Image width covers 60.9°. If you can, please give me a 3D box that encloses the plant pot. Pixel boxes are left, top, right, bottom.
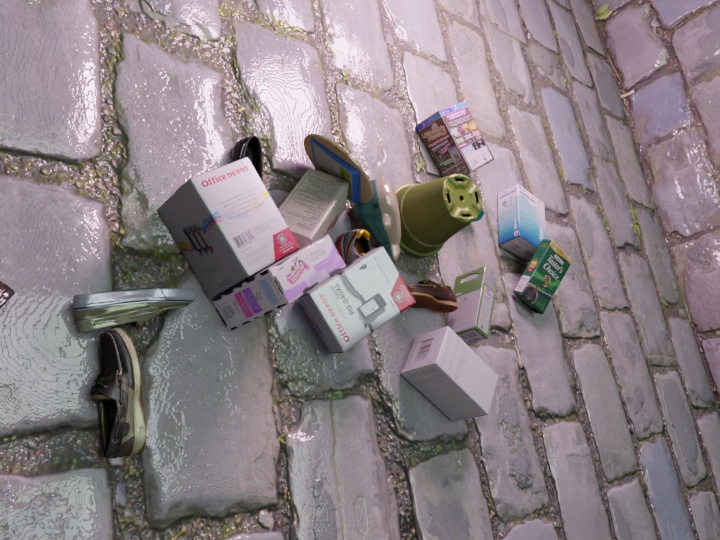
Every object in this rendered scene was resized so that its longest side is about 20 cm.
[{"bbox_3d":[0.198,-0.153,1.537,0.200,0.190,0.201,8,74,-29],"label":"plant pot"}]

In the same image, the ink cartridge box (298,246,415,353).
[{"bbox_3d":[-0.008,0.063,1.294,0.200,0.083,0.145,-33,96,-22],"label":"ink cartridge box"}]

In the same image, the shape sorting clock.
[{"bbox_3d":[-0.048,-0.229,1.368,0.039,0.200,0.200,-45,106,-15],"label":"shape sorting clock"}]

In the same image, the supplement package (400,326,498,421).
[{"bbox_3d":[0.214,0.248,1.451,0.200,0.117,0.117,45,46,-19],"label":"supplement package"}]

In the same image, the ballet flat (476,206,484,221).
[{"bbox_3d":[0.278,-0.187,1.749,0.200,0.072,0.072,6,68,-42],"label":"ballet flat"}]

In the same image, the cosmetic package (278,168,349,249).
[{"bbox_3d":[-0.110,-0.116,1.303,0.103,0.087,0.200,22,49,10],"label":"cosmetic package"}]

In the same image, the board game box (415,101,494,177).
[{"bbox_3d":[0.281,-0.377,1.812,0.159,0.097,0.200,-31,94,-46],"label":"board game box"}]

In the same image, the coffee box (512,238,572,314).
[{"bbox_3d":[0.558,0.017,1.871,0.123,0.044,0.200,39,78,-28],"label":"coffee box"}]

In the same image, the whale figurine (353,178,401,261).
[{"bbox_3d":[0.045,-0.119,1.482,0.159,0.103,0.200,-77,156,-72],"label":"whale figurine"}]

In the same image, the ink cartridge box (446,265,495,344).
[{"bbox_3d":[0.292,0.094,1.605,0.059,0.104,0.200,38,49,-26],"label":"ink cartridge box"}]

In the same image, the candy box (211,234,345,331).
[{"bbox_3d":[-0.153,0.025,1.143,0.168,0.200,0.072,-34,96,-46],"label":"candy box"}]

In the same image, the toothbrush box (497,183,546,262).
[{"bbox_3d":[0.512,-0.149,1.937,0.146,0.085,0.200,25,57,-33],"label":"toothbrush box"}]

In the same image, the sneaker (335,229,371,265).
[{"bbox_3d":[0.000,0.000,1.385,0.078,0.082,0.201,-2,74,-44],"label":"sneaker"}]

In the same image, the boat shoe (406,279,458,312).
[{"bbox_3d":[0.167,0.058,1.531,0.200,0.070,0.070,16,57,-46],"label":"boat shoe"}]

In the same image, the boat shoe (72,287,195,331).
[{"bbox_3d":[-0.374,0.062,1.022,0.200,0.072,0.062,-4,92,-37],"label":"boat shoe"}]

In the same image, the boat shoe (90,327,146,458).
[{"bbox_3d":[-0.380,0.188,0.945,0.065,0.073,0.200,-3,74,-50],"label":"boat shoe"}]

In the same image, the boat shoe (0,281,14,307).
[{"bbox_3d":[-0.536,0.092,0.829,0.065,0.073,0.200,29,53,-27],"label":"boat shoe"}]

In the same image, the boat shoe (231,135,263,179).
[{"bbox_3d":[-0.235,-0.189,1.264,0.067,0.057,0.201,14,62,-39],"label":"boat shoe"}]

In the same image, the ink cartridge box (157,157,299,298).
[{"bbox_3d":[-0.246,-0.080,1.140,0.145,0.145,0.200,-33,96,-46],"label":"ink cartridge box"}]
